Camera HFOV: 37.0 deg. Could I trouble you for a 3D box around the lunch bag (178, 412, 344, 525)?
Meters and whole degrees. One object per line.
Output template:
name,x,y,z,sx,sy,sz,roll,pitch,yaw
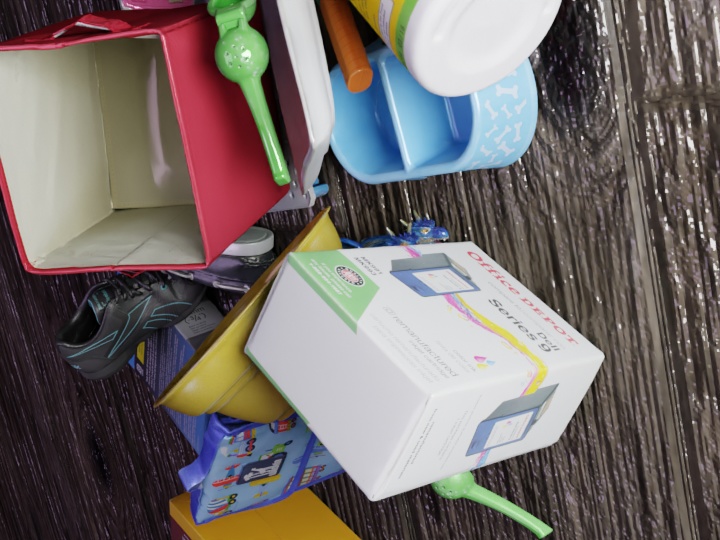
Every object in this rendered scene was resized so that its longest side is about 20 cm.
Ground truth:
lunch bag,-0.074,0.138,0.945,0.094,0.198,0.152,51,143,23

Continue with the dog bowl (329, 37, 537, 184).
dog bowl,0.040,-0.118,0.777,0.199,0.049,0.113,-2,106,54

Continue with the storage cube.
storage cube,-0.175,-0.113,0.868,0.168,0.180,0.203,-2,112,19

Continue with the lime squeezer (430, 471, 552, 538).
lime squeezer,0.073,0.132,0.849,0.202,0.070,0.038,59,162,15

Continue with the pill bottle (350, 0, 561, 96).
pill bottle,0.029,-0.214,0.677,0.201,0.110,0.112,55,145,30

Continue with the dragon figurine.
dragon figurine,0.000,0.000,0.884,0.198,0.058,0.101,8,104,52

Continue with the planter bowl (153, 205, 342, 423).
planter bowl,-0.061,0.054,0.818,0.083,0.201,0.200,42,145,-5

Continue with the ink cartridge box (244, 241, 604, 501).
ink cartridge box,0.047,0.057,0.722,0.145,0.198,0.088,44,119,32

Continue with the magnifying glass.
magnifying glass,-0.029,-0.218,0.792,0.080,0.022,0.203,107,147,-59

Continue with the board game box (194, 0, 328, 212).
board game box,-0.114,-0.154,0.997,0.199,0.026,0.203,-2,107,55

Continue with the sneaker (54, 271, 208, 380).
sneaker,-0.236,0.033,1.133,0.075,0.200,0.079,44,178,35

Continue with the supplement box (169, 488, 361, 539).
supplement box,-0.096,0.348,1.155,0.196,0.131,0.203,35,135,38

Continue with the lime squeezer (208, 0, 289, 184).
lime squeezer,-0.079,-0.167,0.760,0.037,0.070,0.203,-21,71,24

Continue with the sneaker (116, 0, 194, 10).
sneaker,-0.201,-0.284,0.994,0.087,0.073,0.204,142,118,-63

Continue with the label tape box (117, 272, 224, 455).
label tape box,-0.203,0.091,1.225,0.200,0.063,0.146,45,139,33

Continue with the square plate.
square plate,-0.050,-0.170,0.795,0.198,0.028,0.204,131,128,-83

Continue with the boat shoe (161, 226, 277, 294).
boat shoe,-0.170,-0.014,1.078,0.197,0.075,0.061,10,112,36
